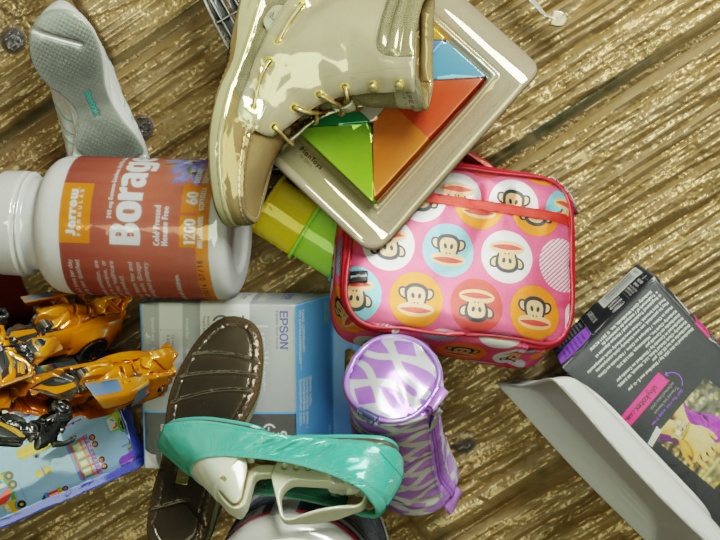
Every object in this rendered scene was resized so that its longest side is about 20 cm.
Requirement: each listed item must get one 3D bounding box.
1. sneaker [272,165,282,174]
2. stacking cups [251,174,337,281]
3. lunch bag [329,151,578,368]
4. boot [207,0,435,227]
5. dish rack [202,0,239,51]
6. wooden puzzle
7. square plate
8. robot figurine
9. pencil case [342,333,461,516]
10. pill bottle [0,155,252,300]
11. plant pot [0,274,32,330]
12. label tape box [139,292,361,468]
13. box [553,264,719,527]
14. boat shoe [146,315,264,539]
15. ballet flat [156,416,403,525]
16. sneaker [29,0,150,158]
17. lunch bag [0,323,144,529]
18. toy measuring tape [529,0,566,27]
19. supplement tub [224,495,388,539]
[{"bbox_3d":[-0.014,-0.119,1.298,0.198,0.080,0.072,-18,104,9],"label":"sneaker"},{"bbox_3d":[0.000,0.000,1.327,0.199,0.061,0.061,35,98,-2],"label":"stacking cups"},{"bbox_3d":[0.077,-0.019,1.283,0.198,0.082,0.178,7,71,-10],"label":"lunch bag"},{"bbox_3d":[-0.027,-0.124,1.182,0.154,0.073,0.202,9,80,15],"label":"boot"},{"bbox_3d":[-0.027,-0.237,1.288,0.199,0.055,0.154,-29,93,-2],"label":"dish rack"},{"bbox_3d":[0.010,-0.147,1.229,0.185,0.037,0.200,43,89,11],"label":"wooden puzzle"},{"bbox_3d":[0.205,0.154,1.263,0.028,0.200,0.198,-43,91,-9],"label":"square plate"},{"bbox_3d":[-0.248,0.070,1.239,0.145,0.199,0.058,47,124,25],"label":"robot figurine"},{"bbox_3d":[0.038,0.129,1.271,0.085,0.201,0.084,20,64,18],"label":"pencil case"},{"bbox_3d":[-0.193,-0.035,1.265,0.198,0.112,0.114,2,97,7],"label":"pill bottle"},{"bbox_3d":[-0.417,-0.005,1.300,0.198,0.176,0.202,-20,95,6],"label":"plant pot"},{"bbox_3d":[-0.086,0.094,1.341,0.198,0.066,0.145,1,97,6],"label":"label tape box"},{"bbox_3d":[0.264,0.105,1.285,0.106,0.122,0.200,-43,92,7],"label":"box"},{"bbox_3d":[-0.125,0.138,1.284,0.071,0.076,0.202,16,77,12],"label":"boat shoe"},{"bbox_3d":[-0.067,0.155,1.188,0.198,0.071,0.068,4,141,11],"label":"ballet flat"},{"bbox_3d":[-0.223,-0.135,1.327,0.070,0.080,0.202,-14,115,-2],"label":"sneaker"},{"bbox_3d":[-0.287,0.129,1.347,0.198,0.094,0.152,-22,92,5],"label":"lunch bag"},{"bbox_3d":[0.116,-0.291,1.278,0.074,0.074,0.200,-43,92,8],"label":"toy measuring tape"},{"bbox_3d":[-0.047,0.245,1.287,0.139,0.200,0.142,1,97,5],"label":"supplement tub"}]
